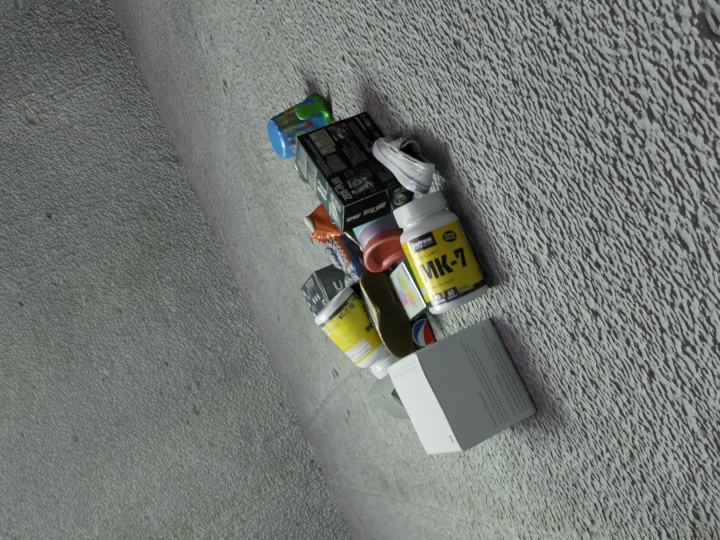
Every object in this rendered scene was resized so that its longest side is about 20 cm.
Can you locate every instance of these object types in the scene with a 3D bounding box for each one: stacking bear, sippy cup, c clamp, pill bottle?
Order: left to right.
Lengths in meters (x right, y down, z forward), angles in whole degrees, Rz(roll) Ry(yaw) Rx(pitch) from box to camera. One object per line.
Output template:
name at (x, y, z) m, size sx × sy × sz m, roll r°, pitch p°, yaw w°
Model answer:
sippy cup at (-0.142, -0.324, 1.730) m, size 0.140 × 0.130 × 0.178 m, roll 48°, pitch 153°, yaw 42°
c clamp at (-0.006, -0.076, 1.667) m, size 0.171 × 0.027 × 0.200 m, roll 49°, pitch -170°, yaw 33°
pill bottle at (0.003, 0.142, 1.669) m, size 0.200 × 0.112 × 0.112 m, roll 46°, pitch 161°, yaw -3°
stacking bear at (0.030, -0.119, 1.550) m, size 0.114 × 0.121 × 0.201 m, roll 40°, pitch -153°, yaw -58°
pill bottle at (0.140, -0.034, 1.337) m, size 0.201 × 0.114 × 0.114 m, roll 66°, pitch 161°, yaw -1°

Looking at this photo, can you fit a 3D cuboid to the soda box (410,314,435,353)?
soda box at (0.120, 0.145, 1.681) m, size 0.201 × 0.063 × 0.071 m, roll 68°, pitch 161°, yaw -6°

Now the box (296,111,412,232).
box at (-0.013, -0.198, 1.481) m, size 0.200 × 0.163 × 0.086 m, roll 56°, pitch 158°, yaw 27°

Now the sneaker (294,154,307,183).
sneaker at (-0.069, -0.208, 1.717) m, size 0.200 × 0.076 × 0.079 m, roll 43°, pitch 162°, yaw -32°

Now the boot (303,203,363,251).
boot at (-0.059, -0.084, 1.818) m, size 0.200 × 0.107 × 0.075 m, roll 53°, pitch 167°, yaw 32°

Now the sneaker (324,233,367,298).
sneaker at (0.000, 0.000, 1.707) m, size 0.075 × 0.078 × 0.201 m, roll -22°, pitch 97°, yaw 53°

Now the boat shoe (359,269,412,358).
boat shoe at (0.054, 0.092, 1.614) m, size 0.202 × 0.071 × 0.066 m, roll 65°, pitch 172°, yaw 1°

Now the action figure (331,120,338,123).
action figure at (-0.032, -0.236, 1.666) m, size 0.065 × 0.051 × 0.201 m, roll -1°, pitch 106°, yaw 64°

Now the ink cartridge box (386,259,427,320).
ink cartridge box at (0.121, 0.030, 1.546) m, size 0.104 × 0.059 × 0.200 m, roll 63°, pitch 161°, yaw 9°

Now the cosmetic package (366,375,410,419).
cosmetic package at (0.101, 0.306, 1.843) m, size 0.107 × 0.090 × 0.200 m, roll 37°, pitch 160°, yaw -5°

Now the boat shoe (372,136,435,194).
boat shoe at (0.086, -0.210, 1.370) m, size 0.200 × 0.073 × 0.066 m, roll 52°, pitch 127°, yaw 48°

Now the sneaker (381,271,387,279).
sneaker at (0.060, 0.078, 1.758) m, size 0.201 × 0.072 × 0.072 m, roll 63°, pitch 154°, yaw -1°

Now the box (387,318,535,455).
box at (0.186, 0.228, 1.432) m, size 0.201 × 0.171 × 0.199 m, roll 63°, pitch 161°, yaw 7°

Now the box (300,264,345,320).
box at (-0.072, 0.051, 1.996) m, size 0.106 × 0.122 × 0.200 m, roll 64°, pitch 161°, yaw 7°
